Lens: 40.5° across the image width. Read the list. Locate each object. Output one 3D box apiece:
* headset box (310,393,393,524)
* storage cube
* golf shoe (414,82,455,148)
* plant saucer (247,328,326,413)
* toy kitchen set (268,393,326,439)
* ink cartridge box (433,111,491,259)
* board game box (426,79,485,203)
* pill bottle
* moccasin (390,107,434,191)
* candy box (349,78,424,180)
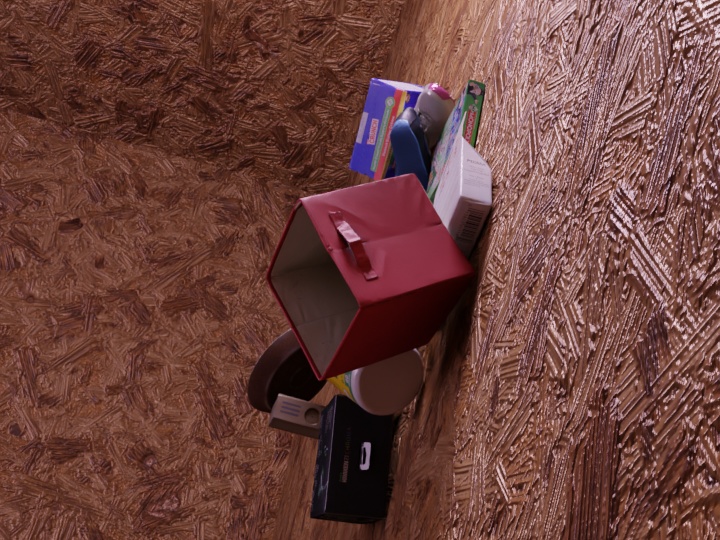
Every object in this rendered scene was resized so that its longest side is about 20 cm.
[{"bbox_3d":[-0.014,0.291,1.490,0.200,0.092,0.176,118,159,-71],"label":"headset box"},{"bbox_3d":[0.008,0.007,1.254,0.172,0.179,0.200,59,147,24],"label":"storage cube"},{"bbox_3d":[0.113,-0.249,1.689,0.092,0.075,0.200,-48,-10,-16],"label":"golf shoe"},{"bbox_3d":[-0.115,0.186,1.778,0.034,0.199,0.202,39,124,35],"label":"plant saucer"},{"bbox_3d":[-0.044,0.185,1.717,0.163,0.179,0.201,119,165,-66],"label":"toy kitchen set"},{"bbox_3d":[0.135,-0.094,1.328,0.201,0.047,0.161,-79,5,-47],"label":"ink cartridge box"},{"bbox_3d":[0.145,-0.190,1.541,0.200,0.029,0.136,117,166,-67],"label":"board game box"},{"bbox_3d":[-0.001,0.127,1.432,0.200,0.112,0.114,28,105,60],"label":"pill bottle"},{"bbox_3d":[0.098,-0.189,1.663,0.201,0.080,0.069,83,-157,-51],"label":"moccasin"},{"bbox_3d":[0.071,-0.260,1.819,0.200,0.077,0.170,-14,-58,-61],"label":"candy box"}]
